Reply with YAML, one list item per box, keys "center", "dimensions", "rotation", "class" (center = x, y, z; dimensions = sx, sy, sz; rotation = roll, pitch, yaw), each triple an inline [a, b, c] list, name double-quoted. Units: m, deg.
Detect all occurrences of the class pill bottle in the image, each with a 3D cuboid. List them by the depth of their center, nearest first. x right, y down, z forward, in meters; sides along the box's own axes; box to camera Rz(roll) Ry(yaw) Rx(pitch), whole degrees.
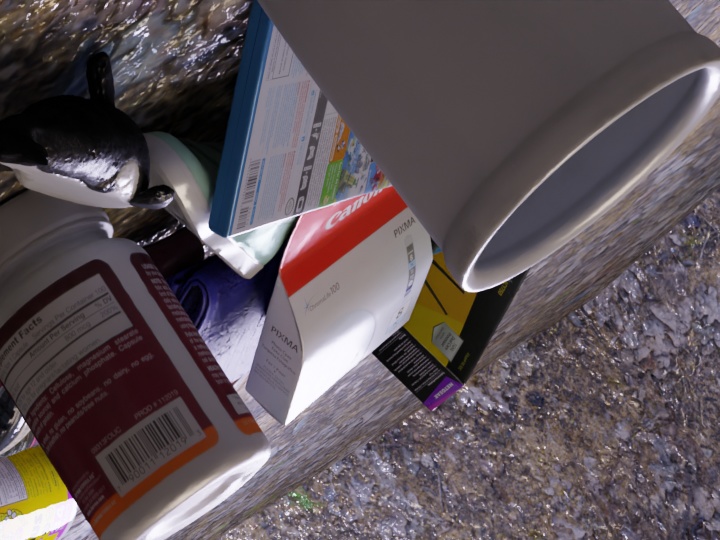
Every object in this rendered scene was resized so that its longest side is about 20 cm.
- center: [-0.150, 0.055, 0.891]
  dimensions: [0.113, 0.201, 0.114]
  rotation: [-33, 169, -7]
  class: "pill bottle"
- center: [-0.317, 0.192, 1.216]
  dimensions: [0.104, 0.105, 0.200]
  rotation: [-39, 169, 19]
  class: "pill bottle"

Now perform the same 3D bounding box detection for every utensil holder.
- center: [0.058, -0.120, 0.766]
  dimensions: [0.169, 0.201, 0.170]
  rotation: [-36, 167, -10]
  class: "utensil holder"

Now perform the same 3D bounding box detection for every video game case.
- center: [-0.014, -0.106, 0.938]
  dimensions: [0.199, 0.018, 0.145]
  rotation: [-21, 130, -54]
  class: "video game case"

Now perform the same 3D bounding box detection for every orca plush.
- center: [-0.151, -0.078, 0.762]
  dimensions: [0.104, 0.072, 0.200]
  rotation: [8, 177, 18]
  class: "orca plush"

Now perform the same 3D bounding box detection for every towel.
- center: [-0.095, 0.027, 1.137]
  dimensions: [0.199, 0.049, 0.149]
  rotation: [-31, 154, -54]
  class: "towel"

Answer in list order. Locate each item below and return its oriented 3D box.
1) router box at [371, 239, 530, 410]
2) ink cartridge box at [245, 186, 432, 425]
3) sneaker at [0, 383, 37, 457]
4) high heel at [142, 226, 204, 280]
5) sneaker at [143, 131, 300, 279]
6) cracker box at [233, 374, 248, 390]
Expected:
- center: [0.056, 0.005, 1.319]
  dimensions: [0.051, 0.149, 0.200]
  rotation: [-41, -172, 38]
  class: "router box"
- center: [0.000, 0.000, 1.099]
  dimensions: [0.160, 0.047, 0.201]
  rotation: [-37, 159, -40]
  class: "ink cartridge box"
- center: [-0.207, 0.056, 1.029]
  dimensions: [0.199, 0.081, 0.074]
  rotation: [-39, 161, 28]
  class: "sneaker"
- center: [-0.177, 0.045, 1.136]
  dimensions: [0.096, 0.067, 0.201]
  rotation: [-33, 157, -33]
  class: "high heel"
- center: [-0.075, -0.074, 0.956]
  dimensions: [0.118, 0.074, 0.200]
  rotation: [-49, 162, -2]
  class: "sneaker"
- center: [-0.127, 0.083, 1.342]
  dimensions: [0.200, 0.058, 0.134]
  rotation: [-49, 180, -41]
  class: "cracker box"
